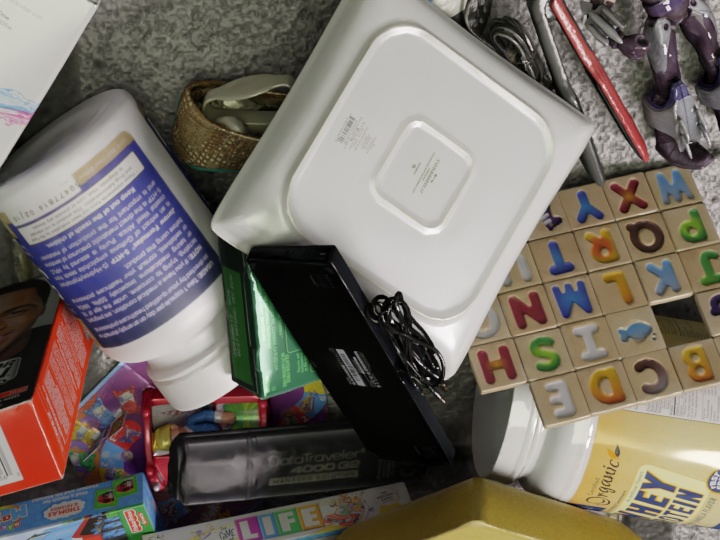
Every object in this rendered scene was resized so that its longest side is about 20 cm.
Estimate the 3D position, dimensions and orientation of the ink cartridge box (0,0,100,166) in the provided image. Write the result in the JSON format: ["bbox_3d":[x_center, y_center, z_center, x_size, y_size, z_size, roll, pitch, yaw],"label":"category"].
[{"bbox_3d":[-0.241,-0.128,1.041,0.087,0.146,0.201,30,108,-14],"label":"ink cartridge box"}]

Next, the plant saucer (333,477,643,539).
[{"bbox_3d":[0.087,0.200,1.159,0.199,0.049,0.199,21,147,-34],"label":"plant saucer"}]

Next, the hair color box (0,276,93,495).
[{"bbox_3d":[-0.241,0.077,1.098,0.100,0.200,0.062,-16,113,3],"label":"hair color box"}]

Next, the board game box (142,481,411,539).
[{"bbox_3d":[-0.057,0.236,1.231,0.198,0.034,0.136,-10,128,-11],"label":"board game box"}]

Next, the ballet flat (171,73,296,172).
[{"bbox_3d":[-0.030,-0.098,1.095,0.198,0.071,0.066,-1,133,4],"label":"ballet flat"}]

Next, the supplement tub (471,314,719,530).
[{"bbox_3d":[0.188,0.101,1.166,0.198,0.145,0.146,9,112,-7],"label":"supplement tub"}]

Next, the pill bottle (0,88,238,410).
[{"bbox_3d":[-0.148,-0.009,1.111,0.119,0.120,0.201,-31,110,9],"label":"pill bottle"}]

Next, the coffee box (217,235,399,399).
[{"bbox_3d":[0.000,0.000,1.114,0.199,0.044,0.124,-18,115,-31],"label":"coffee box"}]

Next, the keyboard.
[{"bbox_3d":[0.012,0.050,1.053,0.103,0.040,0.201,5,139,37],"label":"keyboard"}]

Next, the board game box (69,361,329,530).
[{"bbox_3d":[-0.119,0.124,1.212,0.158,0.039,0.200,42,105,-18],"label":"board game box"}]

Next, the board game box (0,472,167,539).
[{"bbox_3d":[-0.237,0.234,1.232,0.198,0.037,0.152,-13,131,3],"label":"board game box"}]

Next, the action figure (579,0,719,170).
[{"bbox_3d":[0.210,-0.168,1.092,0.129,0.069,0.201,-33,119,-7],"label":"action figure"}]

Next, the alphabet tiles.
[{"bbox_3d":[0.160,0.017,1.117,0.198,0.169,0.008,-12,154,-11],"label":"alphabet tiles"}]

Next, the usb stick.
[{"bbox_3d":[-0.044,0.137,1.201,0.198,0.033,0.056,-3,106,-21],"label":"usb stick"}]

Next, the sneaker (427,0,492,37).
[{"bbox_3d":[0.054,-0.204,1.082,0.071,0.073,0.201,2,129,-35],"label":"sneaker"}]

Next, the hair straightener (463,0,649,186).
[{"bbox_3d":[0.124,-0.128,1.096,0.077,0.041,0.200,-31,131,7],"label":"hair straightener"}]

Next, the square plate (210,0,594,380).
[{"bbox_3d":[0.035,-0.060,1.049,0.197,0.028,0.201,33,84,-22],"label":"square plate"}]
